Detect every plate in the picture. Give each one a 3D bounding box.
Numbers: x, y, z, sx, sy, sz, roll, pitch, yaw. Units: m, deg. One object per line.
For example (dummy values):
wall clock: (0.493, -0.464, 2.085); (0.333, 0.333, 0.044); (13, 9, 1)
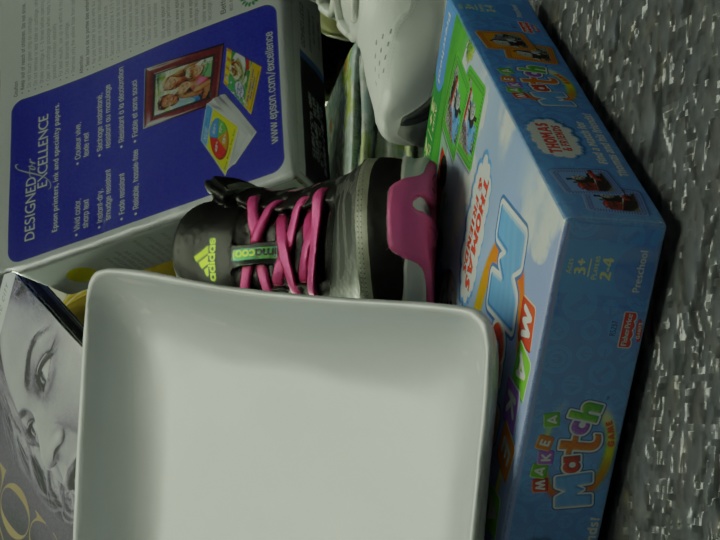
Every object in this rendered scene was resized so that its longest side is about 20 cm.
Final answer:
plate: (-0.027, 0.105, 0.681); (0.199, 0.032, 0.201); (5, 93, 44)

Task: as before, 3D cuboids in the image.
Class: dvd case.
dvd case: (-0.140, 0.106, 0.954); (0.200, 0.016, 0.149); (42, 123, 43)

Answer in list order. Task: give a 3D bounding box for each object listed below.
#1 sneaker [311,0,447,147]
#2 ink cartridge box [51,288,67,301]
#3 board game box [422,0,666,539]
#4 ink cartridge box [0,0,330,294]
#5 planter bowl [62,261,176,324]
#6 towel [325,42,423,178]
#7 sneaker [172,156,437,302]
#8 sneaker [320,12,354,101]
sneaker: (0.003, -0.133, 0.871); (0.075, 0.087, 0.201); (108, 161, -48)
ink cartridge box: (-0.117, -0.053, 1.115); (0.084, 0.145, 0.201); (-65, -44, -65)
board game box: (0.051, 0.009, 0.689); (0.200, 0.036, 0.152); (-108, 24, -63)
ink cartridge box: (-0.113, -0.092, 0.982); (0.047, 0.199, 0.199); (40, -142, -51)
planter bowl: (-0.131, 0.082, 1.023); (0.200, 0.083, 0.202); (2, 93, 49)
towel: (0.000, 0.000, 0.961); (0.200, 0.048, 0.172); (119, 155, -67)
sneaker: (-0.026, -0.002, 0.764); (0.200, 0.087, 0.074); (156, 119, -75)
sneaker: (-0.029, -0.130, 1.089); (0.200, 0.074, 0.089); (135, 140, -76)
